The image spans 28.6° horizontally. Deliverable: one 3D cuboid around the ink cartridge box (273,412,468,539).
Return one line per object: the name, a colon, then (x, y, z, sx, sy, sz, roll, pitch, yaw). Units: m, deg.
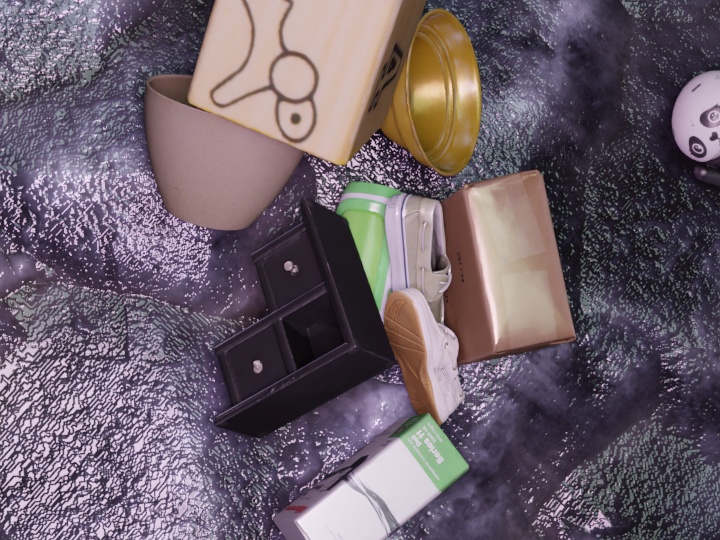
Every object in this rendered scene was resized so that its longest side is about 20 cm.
ink cartridge box: (0.008, 0.258, 1.622, 0.200, 0.147, 0.083, -37, 91, -17)

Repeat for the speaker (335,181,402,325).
speaker: (0.000, 0.000, 1.687, 0.088, 0.088, 0.200, 13, 80, -12)

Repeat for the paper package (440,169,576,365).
paper package: (0.161, 0.002, 1.673, 0.103, 0.191, 0.200, -10, 84, -13)

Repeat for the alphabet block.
alphabet block: (-0.049, -0.259, 1.528, 0.195, 0.196, 0.200, 24, 115, 7)

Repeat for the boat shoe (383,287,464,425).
boat shoe: (0.082, 0.091, 1.672, 0.069, 0.071, 0.200, -35, 132, -25)

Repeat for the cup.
cup: (-0.161, -0.129, 1.623, 0.200, 0.200, 0.143, 10, 107, -13)

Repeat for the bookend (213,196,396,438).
bookend: (-0.088, 0.056, 1.617, 0.199, 0.092, 0.200, -30, 61, 22)

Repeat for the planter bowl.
planter bowl: (0.069, -0.213, 1.713, 0.200, 0.083, 0.201, 1, 89, -59)

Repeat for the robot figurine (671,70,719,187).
robot figurine: (0.502, -0.187, 1.822, 0.200, 0.125, 0.151, 11, 80, -13)

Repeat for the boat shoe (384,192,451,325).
boat shoe: (0.075, 0.002, 1.670, 0.072, 0.062, 0.200, -53, 140, -45)
